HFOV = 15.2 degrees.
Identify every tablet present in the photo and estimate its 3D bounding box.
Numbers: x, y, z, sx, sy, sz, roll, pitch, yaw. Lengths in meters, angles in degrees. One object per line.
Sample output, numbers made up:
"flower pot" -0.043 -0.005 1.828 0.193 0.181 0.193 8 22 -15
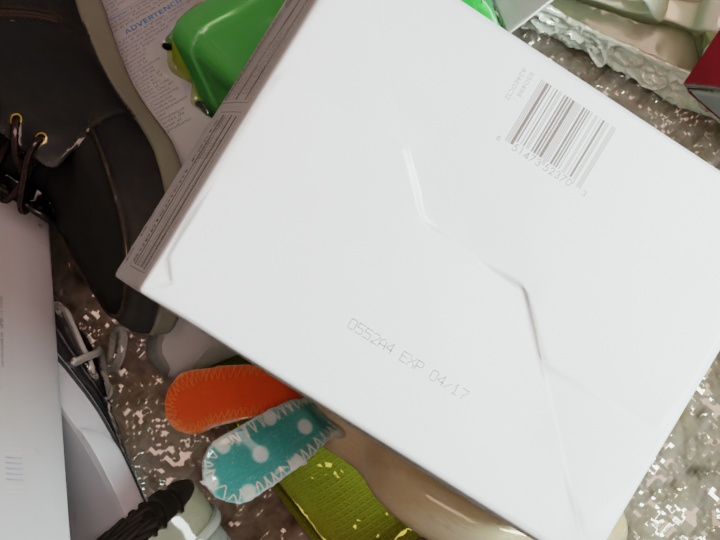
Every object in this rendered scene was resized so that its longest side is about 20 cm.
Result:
"tablet" -0.188 0.032 1.113 0.130 0.014 0.201 4 55 -18

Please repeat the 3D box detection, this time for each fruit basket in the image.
"fruit basket" -0.023 -0.124 1.181 0.185 0.094 0.200 -31 39 -6

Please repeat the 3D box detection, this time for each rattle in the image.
"rattle" 0.037 0.041 1.127 0.199 0.143 0.131 21 49 -14

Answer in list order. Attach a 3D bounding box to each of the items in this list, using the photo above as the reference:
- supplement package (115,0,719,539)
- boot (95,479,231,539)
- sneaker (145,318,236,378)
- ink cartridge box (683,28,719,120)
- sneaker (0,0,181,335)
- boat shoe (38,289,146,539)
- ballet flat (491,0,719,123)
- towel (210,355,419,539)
"supplement package" 0.033 -0.009 1.041 0.200 0.111 0.156 32 87 -11
"boot" -0.069 0.210 1.119 0.182 0.073 0.200 -36 107 2
"sneaker" 0.000 0.000 1.180 0.200 0.070 0.080 -31 87 -15
"ink cartridge box" 0.260 -0.116 1.177 0.146 0.083 0.200 37 83 -23
"sneaker" -0.145 -0.048 1.136 0.106 0.075 0.200 -4 47 -28
"boat shoe" -0.138 0.051 1.182 0.200 0.068 0.074 52 129 16
"ballet flat" 0.136 -0.114 1.211 0.199 0.072 0.072 18 82 1
"towel" -0.030 0.036 1.212 0.086 0.018 0.200 -35 85 -4
